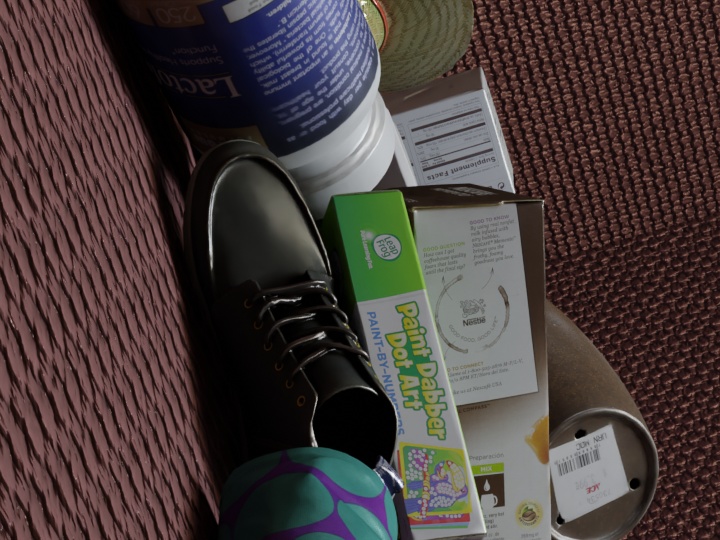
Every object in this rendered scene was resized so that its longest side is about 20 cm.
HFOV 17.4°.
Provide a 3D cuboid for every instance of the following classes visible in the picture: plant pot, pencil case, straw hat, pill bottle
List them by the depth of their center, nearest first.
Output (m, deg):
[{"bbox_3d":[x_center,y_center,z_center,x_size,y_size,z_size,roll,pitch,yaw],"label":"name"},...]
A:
[{"bbox_3d":[-0.018,0.156,1.012,0.092,0.085,0.200,42,18,-19],"label":"pencil case"},{"bbox_3d":[-0.055,-0.124,1.234,0.200,0.116,0.116,63,11,-45],"label":"pill bottle"},{"bbox_3d":[-0.032,-0.149,1.513,0.201,0.201,0.085,68,37,-49],"label":"straw hat"},{"bbox_3d":[0.103,0.107,1.538,0.200,0.187,0.187,28,-41,64],"label":"plant pot"}]

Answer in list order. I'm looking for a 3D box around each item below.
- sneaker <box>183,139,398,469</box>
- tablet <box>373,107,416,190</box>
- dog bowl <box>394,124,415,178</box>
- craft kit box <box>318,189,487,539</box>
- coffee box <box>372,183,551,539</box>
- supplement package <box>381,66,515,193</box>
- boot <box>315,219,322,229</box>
[{"bbox_3d":[-0.028,0.026,1.169,0.106,0.075,0.200,160,-85,-68],"label":"sneaker"},{"bbox_3d":[0.000,0.000,1.502,0.200,0.014,0.130,121,-45,-54],"label":"tablet"},{"bbox_3d":[0.017,-0.018,1.944,0.200,0.079,0.200,-16,90,-85],"label":"dog bowl"},{"bbox_3d":[0.003,0.093,1.261,0.198,0.048,0.200,116,-34,-55],"label":"craft kit box"},{"bbox_3d":[0.049,0.056,1.312,0.114,0.080,0.200,-160,-113,-70],"label":"coffee box"},{"bbox_3d":[0.056,-0.107,2.203,0.200,0.156,0.111,-76,149,-80],"label":"supplement package"},{"bbox_3d":[-0.070,-0.115,1.416,0.174,0.069,0.200,-114,-167,-67],"label":"boot"}]
